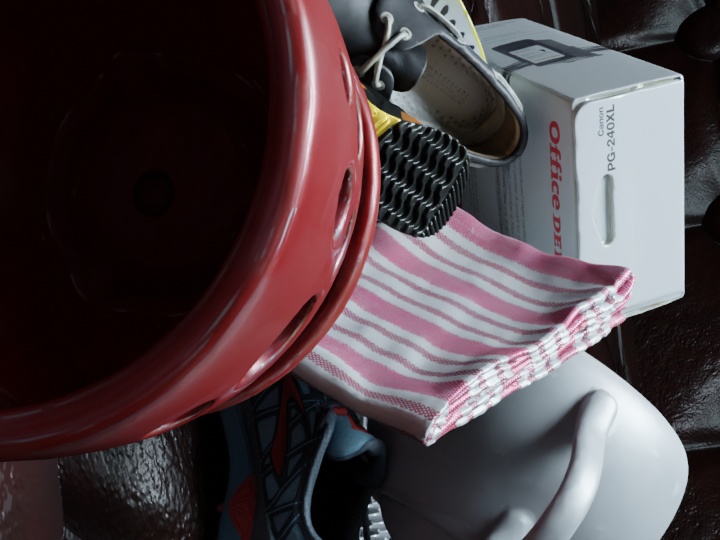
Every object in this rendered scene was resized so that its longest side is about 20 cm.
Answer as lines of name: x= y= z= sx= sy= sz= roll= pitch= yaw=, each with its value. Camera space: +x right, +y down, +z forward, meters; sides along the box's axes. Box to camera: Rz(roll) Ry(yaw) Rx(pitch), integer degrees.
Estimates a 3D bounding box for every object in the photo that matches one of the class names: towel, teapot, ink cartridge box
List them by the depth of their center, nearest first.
towel: x=0.032 y=0.015 z=0.744 sx=0.199 sy=0.145 sz=0.030 roll=-24 pitch=129 yaw=-48
teapot: x=0.075 y=0.121 z=0.819 sx=0.147 sy=0.196 sz=0.200 roll=-55 pitch=141 yaw=-14
ink cartridge box: x=0.123 y=-0.069 z=0.960 sx=0.200 sy=0.082 sz=0.147 roll=-141 pitch=-139 yaw=-59

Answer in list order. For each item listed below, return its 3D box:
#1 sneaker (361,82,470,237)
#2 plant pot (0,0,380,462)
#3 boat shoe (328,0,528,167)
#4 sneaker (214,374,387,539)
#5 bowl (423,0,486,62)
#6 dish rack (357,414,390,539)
sneaker: x=-0.032 y=-0.081 z=0.754 sx=0.199 sy=0.090 sz=0.071 roll=31 pitch=87 yaw=-43
plant pot: x=-0.088 y=-0.039 z=0.505 sx=0.182 sy=0.198 sz=0.203 roll=20 pitch=61 yaw=-75
boat shoe: x=0.019 y=-0.116 z=0.820 sx=0.199 sy=0.074 sz=0.060 roll=34 pitch=11 yaw=-40
sneaker: x=-0.023 y=0.094 z=0.805 sx=0.079 sy=0.095 sz=0.203 roll=28 pitch=52 yaw=-49
bowl: x=-0.019 y=-0.137 z=0.938 sx=0.201 sy=0.094 sz=0.201 roll=44 pitch=-20 yaw=20
dish rack: x=0.003 y=0.137 z=0.994 sx=0.200 sy=0.043 sz=0.174 roll=58 pitch=26 yaw=-53
